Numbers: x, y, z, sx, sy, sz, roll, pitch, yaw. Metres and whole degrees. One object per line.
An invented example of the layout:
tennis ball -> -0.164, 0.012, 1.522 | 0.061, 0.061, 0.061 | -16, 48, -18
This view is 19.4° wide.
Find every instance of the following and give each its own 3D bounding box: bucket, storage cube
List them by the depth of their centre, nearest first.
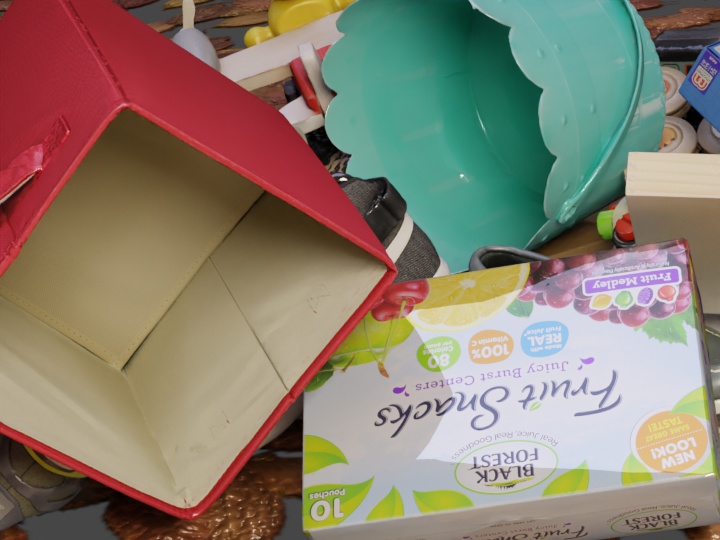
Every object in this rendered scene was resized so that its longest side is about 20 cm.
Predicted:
storage cube -> -0.121, -0.015, 1.052 | 0.200, 0.171, 0.180 | 31, 14, -34
bucket -> 0.090, -0.109, 1.376 | 0.135, 0.207, 0.207 | -23, 25, -40

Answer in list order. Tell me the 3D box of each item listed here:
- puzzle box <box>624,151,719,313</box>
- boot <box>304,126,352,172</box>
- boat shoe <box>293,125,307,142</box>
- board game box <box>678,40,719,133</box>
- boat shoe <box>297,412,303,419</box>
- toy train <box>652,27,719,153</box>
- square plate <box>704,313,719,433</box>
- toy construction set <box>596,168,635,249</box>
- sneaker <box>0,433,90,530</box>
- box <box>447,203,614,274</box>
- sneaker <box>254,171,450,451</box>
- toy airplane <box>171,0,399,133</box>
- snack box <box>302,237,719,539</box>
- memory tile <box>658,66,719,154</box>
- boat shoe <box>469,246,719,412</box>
puzzle box -> 0.215, -0.015, 1.130 | 0.133, 0.025, 0.200 | 2, -18, 12
boot -> 0.011, -0.082, 1.540 | 0.200, 0.073, 0.151 | -24, 13, -32
boat shoe -> -0.083, -0.028, 1.280 | 0.062, 0.073, 0.200 | -3, 32, 23
board game box -> 0.325, -0.083, 1.356 | 0.152, 0.045, 0.200 | -23, 61, -40
boat shoe -> -0.061, 0.038, 1.284 | 0.074, 0.060, 0.200 | -16, 21, -27
toy train -> 0.295, -0.118, 1.521 | 0.200, 0.114, 0.085 | 2, 22, 24
square plate -> 0.168, 0.058, 1.199 | 0.198, 0.028, 0.200 | -20, 23, -34
toy construction set -> 0.220, -0.049, 1.275 | 0.200, 0.092, 0.131 | -21, 37, 42
sneaker -> -0.166, 0.088, 1.161 | 0.081, 0.074, 0.200 | -44, -2, 9
box -> 0.080, -0.017, 1.448 | 0.200, 0.021, 0.163 | -16, 21, -25
sneaker -> -0.056, 0.019, 1.172 | 0.200, 0.112, 0.073 | -38, 23, -10
toy airplane -> -0.039, -0.170, 1.512 | 0.199, 0.141, 0.200 | -5, 22, 48
snack box -> 0.073, 0.067, 1.047 | 0.200, 0.053, 0.142 | -10, 53, 12
memory tile -> 0.253, -0.075, 1.412 | 0.153, 0.017, 0.200 | -8, 48, 10
boat shoe -> 0.130, 0.030, 1.131 | 0.073, 0.062, 0.200 | -23, 25, -37
